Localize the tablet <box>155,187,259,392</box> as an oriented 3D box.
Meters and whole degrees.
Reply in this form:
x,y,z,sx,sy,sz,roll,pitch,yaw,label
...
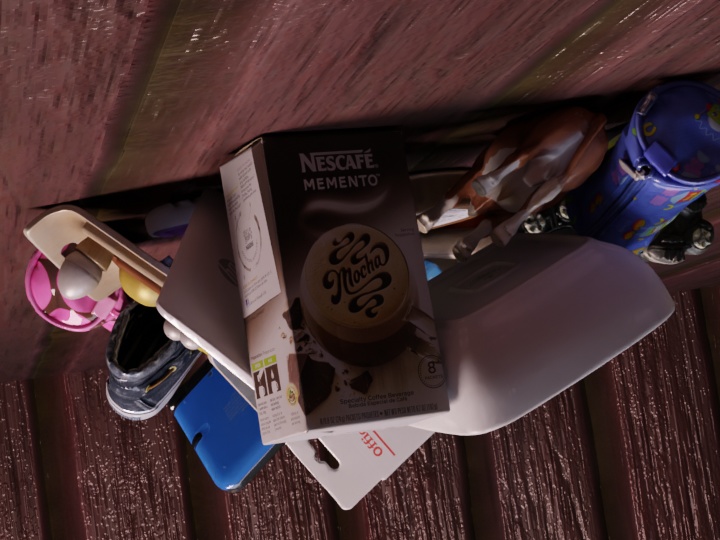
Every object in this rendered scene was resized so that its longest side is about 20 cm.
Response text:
x,y,z,sx,sy,sz,roll,pitch,yaw,label
-0.081,0.019,1.500,0.014,0.130,0.200,-45,-166,23,tablet

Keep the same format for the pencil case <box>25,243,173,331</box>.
x,y,z,sx,sy,sz,roll,pitch,yaw,label
-0.219,0.016,1.772,0.091,0.094,0.200,-44,172,6,pencil case

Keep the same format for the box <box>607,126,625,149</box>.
x,y,z,sx,sy,sz,roll,pitch,yaw,label
0.202,-0.083,1.674,0.110,0.035,0.200,-5,174,-31,box

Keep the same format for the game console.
x,y,z,sx,sy,sz,roll,pitch,yaw,label
-0.054,0.080,1.743,0.200,0.171,0.118,-48,138,12,game console

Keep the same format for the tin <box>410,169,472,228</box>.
x,y,z,sx,sy,sz,roll,pitch,yaw,label
0.014,-0.049,1.743,0.199,0.042,0.112,-13,169,41,tin

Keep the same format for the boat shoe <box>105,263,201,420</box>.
x,y,z,sx,sy,sz,roll,pitch,yaw,label
-0.147,0.028,1.717,0.071,0.201,0.091,25,154,8,boat shoe

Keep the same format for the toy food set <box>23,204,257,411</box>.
x,y,z,sx,sy,sz,roll,pitch,yaw,label
-0.157,0.037,1.566,0.200,0.061,0.144,34,170,27,toy food set

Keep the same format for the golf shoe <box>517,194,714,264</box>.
x,y,z,sx,sy,sz,roll,pitch,yaw,label
0.192,-0.027,1.680,0.199,0.078,0.088,-5,-179,-27,golf shoe

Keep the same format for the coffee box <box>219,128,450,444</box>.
x,y,z,sx,sy,sz,roll,pitch,yaw,label
-0.019,0.011,1.411,0.112,0.201,0.080,-6,171,-27,coffee box

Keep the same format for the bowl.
x,y,z,sx,sy,sz,roll,pitch,yaw,label
0.106,0.034,1.486,0.199,0.075,0.199,-30,-166,-21,bowl

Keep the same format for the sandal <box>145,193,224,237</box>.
x,y,z,sx,sy,sz,roll,pitch,yaw,label
-0.068,-0.040,1.624,0.201,0.050,0.082,-9,176,0,sandal

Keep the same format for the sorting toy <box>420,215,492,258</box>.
x,y,z,sx,sy,sz,roll,pitch,yaw,label
0.139,-0.043,1.843,0.184,0.037,0.200,1,-170,32,sorting toy

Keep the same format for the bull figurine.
x,y,z,sx,sy,sz,roll,pitch,yaw,label
0.111,-0.064,1.487,0.121,0.065,0.200,-42,180,-22,bull figurine

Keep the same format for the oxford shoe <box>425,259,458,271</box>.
x,y,z,sx,sy,sz,roll,pitch,yaw,label
0.097,-0.004,1.913,0.199,0.076,0.058,-1,151,-31,oxford shoe

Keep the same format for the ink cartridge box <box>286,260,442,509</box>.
x,y,z,sx,sy,sz,roll,pitch,yaw,label
0.018,0.098,1.794,0.200,0.115,0.068,-42,-164,-8,ink cartridge box

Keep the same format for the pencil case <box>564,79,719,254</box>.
x,y,z,sx,sy,sz,roll,pitch,yaw,label
0.204,-0.068,1.461,0.087,0.078,0.200,-34,173,-18,pencil case
